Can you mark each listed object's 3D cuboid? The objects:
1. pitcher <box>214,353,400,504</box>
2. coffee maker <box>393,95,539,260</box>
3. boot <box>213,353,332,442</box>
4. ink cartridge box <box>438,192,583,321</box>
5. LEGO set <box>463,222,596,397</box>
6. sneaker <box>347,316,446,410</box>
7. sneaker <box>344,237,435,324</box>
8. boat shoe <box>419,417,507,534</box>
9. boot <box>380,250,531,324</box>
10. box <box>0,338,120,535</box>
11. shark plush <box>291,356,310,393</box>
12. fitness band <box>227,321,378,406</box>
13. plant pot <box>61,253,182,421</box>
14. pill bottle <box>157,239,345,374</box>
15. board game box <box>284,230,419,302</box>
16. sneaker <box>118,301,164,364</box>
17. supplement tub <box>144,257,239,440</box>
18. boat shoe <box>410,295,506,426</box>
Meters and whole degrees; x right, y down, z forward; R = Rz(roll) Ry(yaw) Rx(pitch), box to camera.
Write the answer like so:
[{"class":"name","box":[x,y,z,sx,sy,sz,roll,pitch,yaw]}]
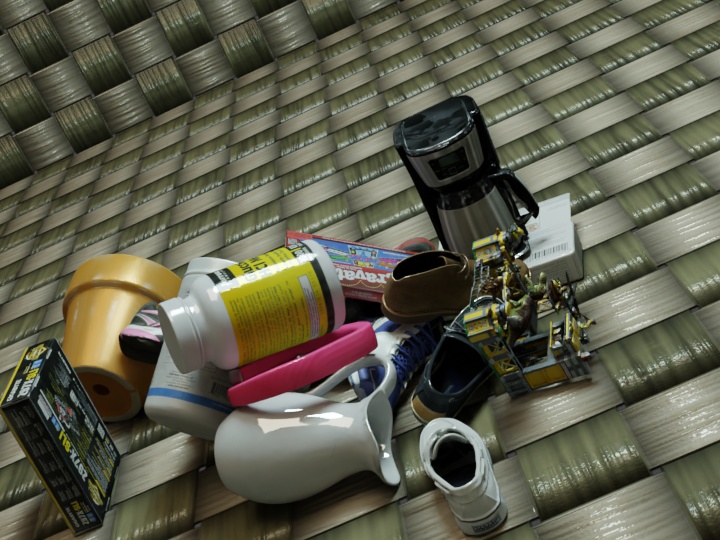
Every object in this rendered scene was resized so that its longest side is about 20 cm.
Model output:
[{"class":"pitcher","box":[-0.055,0.175,1.412,0.198,0.122,0.173,-11,42,19]},{"class":"coffee maker","box":[0.123,-0.115,1.642,0.134,0.201,0.192,-31,24,-14]},{"class":"boot","box":[-0.114,0.152,1.625,0.199,0.066,0.175,-37,17,-21]},{"class":"ink cartridge box","box":[0.196,-0.019,1.676,0.198,0.045,0.177,-18,24,18]},{"class":"LEGO set","box":[0.199,0.038,1.413,0.115,0.155,0.200,-20,24,24]},{"class":"sneaker","box":[0.050,0.096,1.536,0.114,0.081,0.200,-22,21,15]},{"class":"sneaker","box":[0.045,0.018,1.697,0.200,0.071,0.098,-42,1,-30]},{"class":"boat shoe","box":[0.100,0.192,1.292,0.073,0.066,0.200,-28,23,-5]},{"class":"boot","box":[0.124,0.010,1.530,0.198,0.076,0.074,-12,46,-19]},{"class":"box","box":[-0.379,0.208,1.598,0.049,0.201,0.160,-20,23,9]},{"class":"shark plush","box":[-0.110,0.140,1.546,0.083,0.090,0.202,-38,52,36]},{"class":"fitness band","box":[-0.067,0.104,1.435,0.143,0.038,0.199,-18,5,41]},{"class":"plant pot","box":[-0.354,0.111,1.828,0.199,0.201,0.184,-14,41,26]},{"class":"pill bottle","box":[-0.126,0.046,1.443,0.198,0.113,0.112,-20,19,-19]},{"class":"board game box","box":[0.000,0.000,1.615,0.198,0.020,0.103,9,36,-9]},{"class":"sneaker","box":[-0.229,0.086,1.730,0.198,0.081,0.087,14,52,4]},{"class":"supplement tub","box":[-0.179,0.100,1.545,0.131,0.132,0.202,-3,65,44]},{"class":"boat shoe","box":[0.123,0.096,1.450,0.074,0.063,0.200,30,51,11]}]
